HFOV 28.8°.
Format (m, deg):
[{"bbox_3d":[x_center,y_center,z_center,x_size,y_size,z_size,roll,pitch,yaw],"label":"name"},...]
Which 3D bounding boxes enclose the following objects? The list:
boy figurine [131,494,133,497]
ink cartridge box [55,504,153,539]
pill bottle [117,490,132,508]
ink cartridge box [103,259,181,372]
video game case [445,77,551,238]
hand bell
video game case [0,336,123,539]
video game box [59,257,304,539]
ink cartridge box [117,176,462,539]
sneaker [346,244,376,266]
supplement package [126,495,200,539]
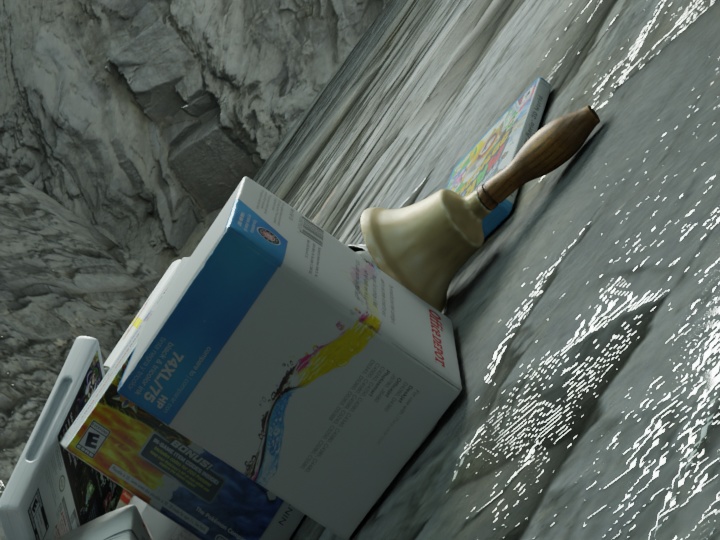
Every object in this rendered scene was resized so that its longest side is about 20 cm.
[{"bbox_3d":[-0.170,0.182,1.316,0.064,0.123,0.203,20,101,52],"label":"boy figurine"},{"bbox_3d":[-0.176,0.276,1.043,0.082,0.148,0.200,-25,9,-4],"label":"ink cartridge box"},{"bbox_3d":[-0.185,0.146,1.402,0.200,0.116,0.116,-48,10,-2],"label":"pill bottle"},{"bbox_3d":[-0.282,0.107,2.167,0.201,0.144,0.083,-57,12,-11],"label":"ink cartridge box"},{"bbox_3d":[0.107,-0.074,1.260,0.143,0.018,0.201,-46,14,40],"label":"video game case"},{"bbox_3d":[0.107,-0.062,1.105,0.199,0.104,0.104,-37,16,21],"label":"hand bell"},{"bbox_3d":[-0.248,0.189,1.186,0.183,0.023,0.202,-73,-13,-44],"label":"video game case"},{"bbox_3d":[-0.111,0.120,1.138,0.183,0.199,0.047,-57,15,-13],"label":"video game box"},{"bbox_3d":[-0.047,0.061,1.021,0.147,0.199,0.147,-53,10,14],"label":"ink cartridge box"},{"bbox_3d":[0.000,0.000,1.340,0.075,0.082,0.200,-56,10,-9],"label":"sneaker"},{"bbox_3d":[-0.116,0.178,1.229,0.201,0.109,0.114,-57,10,-11],"label":"supplement package"}]
